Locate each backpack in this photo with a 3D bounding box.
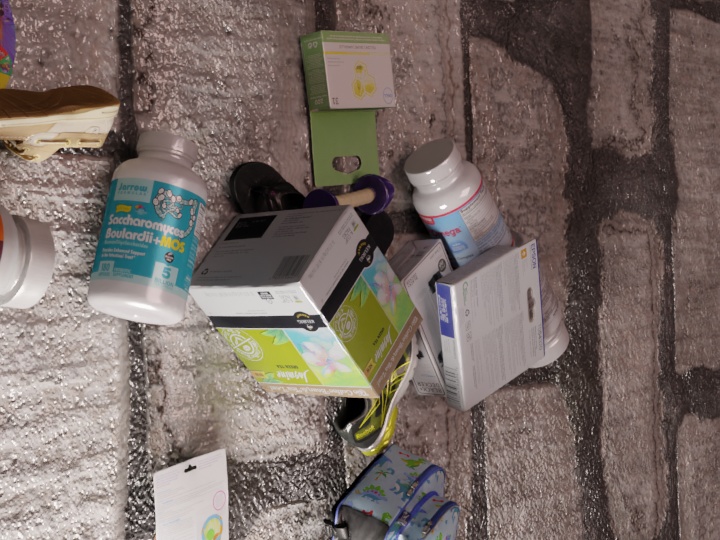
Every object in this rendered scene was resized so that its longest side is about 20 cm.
[{"bbox_3d":[0.051,0.349,1.645,0.200,0.145,0.185,-48,150,-50],"label":"backpack"}]

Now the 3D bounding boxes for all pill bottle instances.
[{"bbox_3d":[-0.233,-0.048,1.378,0.110,0.110,0.203,22,72,-46],"label":"pill bottle"},{"bbox_3d":[-0.401,-0.023,1.186,0.199,0.108,0.112,14,78,-47],"label":"pill bottle"},{"bbox_3d":[0.143,-0.089,1.813,0.109,0.108,0.201,-54,126,-34],"label":"pill bottle"},{"bbox_3d":[0.246,0.048,1.923,0.114,0.112,0.201,-54,127,-35],"label":"pill bottle"}]

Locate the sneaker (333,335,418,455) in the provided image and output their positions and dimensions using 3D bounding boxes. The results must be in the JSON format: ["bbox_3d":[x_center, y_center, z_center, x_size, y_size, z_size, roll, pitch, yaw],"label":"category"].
[{"bbox_3d":[0.020,0.148,1.689,0.084,0.074,0.203,28,68,-44],"label":"sneaker"}]

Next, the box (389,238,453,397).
[{"bbox_3d":[0.100,0.070,1.795,0.117,0.060,0.202,-45,121,-39],"label":"box"}]

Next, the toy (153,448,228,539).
[{"bbox_3d":[-0.207,0.318,1.444,0.114,0.047,0.204,-12,101,-52],"label":"toy"}]

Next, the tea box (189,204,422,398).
[{"bbox_3d":[-0.066,0.040,1.500,0.198,0.198,0.134,55,51,-31],"label":"tea box"}]

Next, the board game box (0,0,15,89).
[{"bbox_3d":[-0.418,-0.241,1.224,0.198,0.039,0.161,3,87,-48],"label":"board game box"}]

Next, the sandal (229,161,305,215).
[{"bbox_3d":[-0.091,-0.077,1.589,0.200,0.047,0.076,38,62,-42],"label":"sandal"}]

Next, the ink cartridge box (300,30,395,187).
[{"bbox_3d":[-0.011,-0.222,1.688,0.144,0.047,0.204,-9,93,-49],"label":"ink cartridge box"}]

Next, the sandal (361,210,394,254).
[{"bbox_3d":[0.000,-0.001,1.694,0.076,0.042,0.202,45,57,-38],"label":"sandal"}]

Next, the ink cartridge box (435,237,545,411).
[{"bbox_3d":[0.191,0.073,1.792,0.199,0.043,0.199,-27,119,-42],"label":"ink cartridge box"}]

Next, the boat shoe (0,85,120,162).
[{"bbox_3d":[-0.338,-0.147,1.290,0.198,0.073,0.070,-12,128,-47],"label":"boat shoe"}]

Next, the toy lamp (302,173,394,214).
[{"bbox_3d":[-0.008,-0.095,1.655,0.200,0.057,0.059,-26,109,-64],"label":"toy lamp"}]
